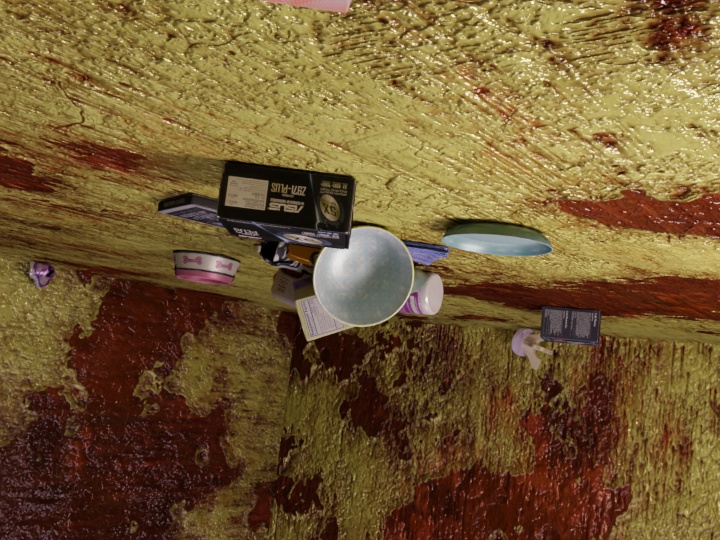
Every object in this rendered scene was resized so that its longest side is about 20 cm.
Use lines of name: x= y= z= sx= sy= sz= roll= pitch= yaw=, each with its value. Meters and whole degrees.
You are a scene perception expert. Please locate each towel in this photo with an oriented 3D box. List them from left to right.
towel: x=0.105 y=-0.037 z=1.704 sx=0.144 sy=0.024 sz=0.200 roll=9 pitch=173 yaw=-7

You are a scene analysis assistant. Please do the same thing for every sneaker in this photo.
sneaker: x=-1.295 y=0.016 z=3.196 sx=0.088 sy=0.081 sz=0.200 roll=-4 pitch=162 yaw=-11
sneaker: x=-0.141 y=-0.035 z=1.729 sx=0.198 sy=0.080 sz=0.130 roll=16 pitch=-177 yaw=10

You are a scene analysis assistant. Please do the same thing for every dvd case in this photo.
dvd case: x=-0.270 y=-0.108 z=1.509 sx=0.199 sy=0.025 sz=0.150 roll=12 pitch=171 yaw=-37

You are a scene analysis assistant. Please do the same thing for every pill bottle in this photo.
pill bottle: x=0.111 y=0.056 z=2.076 sx=0.199 sy=0.113 sz=0.112 roll=2 pitch=171 yaw=29

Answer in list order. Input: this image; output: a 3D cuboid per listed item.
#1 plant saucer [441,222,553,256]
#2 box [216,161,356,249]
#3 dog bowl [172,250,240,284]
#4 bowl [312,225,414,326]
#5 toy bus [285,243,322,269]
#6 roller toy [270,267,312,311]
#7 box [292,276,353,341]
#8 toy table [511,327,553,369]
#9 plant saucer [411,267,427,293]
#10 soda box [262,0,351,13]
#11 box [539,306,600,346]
plant saucer: x=0.247 y=-0.057 z=1.405 sx=0.199 sy=0.028 sz=0.200 roll=7 pitch=173 yaw=1
box: x=-0.110 y=-0.096 z=1.207 sx=0.199 sy=0.087 sz=0.164 roll=7 pitch=173 yaw=-2
dog bowl: x=-0.457 y=-0.005 z=2.295 sx=0.199 sy=0.074 sz=0.200 roll=7 pitch=172 yaw=1
bowl: x=0.000 y=0.000 z=1.542 sx=0.199 sy=0.201 sz=0.108 roll=8 pitch=-167 yaw=-10
toy bus: x=-0.054 y=-0.039 z=1.626 sx=0.199 sy=0.079 sz=0.065 roll=8 pitch=172 yaw=-11
roller toy: x=-0.123 y=0.040 z=1.914 sx=0.199 sy=0.141 sz=0.182 roll=22 pitch=180 yaw=0
box: x=-0.043 y=0.062 z=1.739 sx=0.199 sy=0.097 sz=0.176 roll=-16 pitch=-166 yaw=-4
toy table: x=0.759 y=0.329 z=3.413 sx=0.117 sy=0.185 sz=0.199 roll=23 pitch=-167 yaw=39
plant saucer: x=0.066 y=0.023 z=1.920 sx=0.200 sy=0.039 sz=0.201 roll=-14 pitch=-162 yaw=5
soda box: x=-0.097 y=-0.204 z=0.447 sx=0.199 sy=0.064 sz=0.068 roll=7 pitch=173 yaw=-3
box: x=0.688 y=0.184 z=2.542 sx=0.181 sy=0.105 sz=0.200 roll=3 pitch=172 yaw=19
